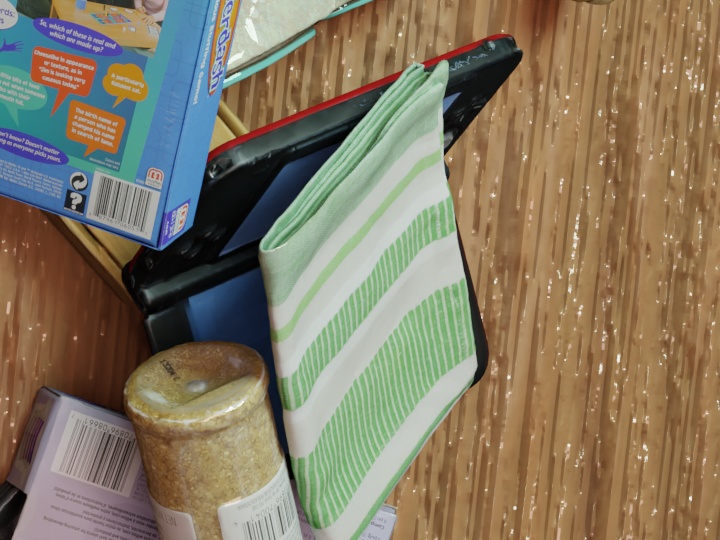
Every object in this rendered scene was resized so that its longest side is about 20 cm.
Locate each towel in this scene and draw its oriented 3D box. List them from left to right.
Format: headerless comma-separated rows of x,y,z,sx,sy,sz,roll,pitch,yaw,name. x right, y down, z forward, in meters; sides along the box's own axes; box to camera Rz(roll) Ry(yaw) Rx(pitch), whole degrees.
0.008,0.021,1.157,0.153,0.023,0.201,-51,147,-38,towel

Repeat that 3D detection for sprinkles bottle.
-0.058,0.132,1.160,0.068,0.068,0.201,-20,121,-17,sprinkles bottle

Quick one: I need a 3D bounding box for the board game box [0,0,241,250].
-0.126,-0.128,1.065,0.151,0.045,0.201,19,111,11,board game box

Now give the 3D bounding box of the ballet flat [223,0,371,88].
-0.037,-0.141,1.208,0.200,0.067,0.063,-33,111,-42,ballet flat

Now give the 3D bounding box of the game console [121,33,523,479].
0.000,0.000,1.201,0.199,0.172,0.119,-25,75,-36,game console

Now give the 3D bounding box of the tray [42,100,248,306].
-0.139,-0.090,1.208,0.099,0.037,0.200,-44,108,-12,tray

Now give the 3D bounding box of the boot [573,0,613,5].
0.056,-0.227,1.249,0.154,0.073,0.202,-7,95,-21,boot

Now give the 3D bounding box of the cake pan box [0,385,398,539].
-0.102,0.173,1.243,0.199,0.052,0.186,19,86,-20,cake pan box
